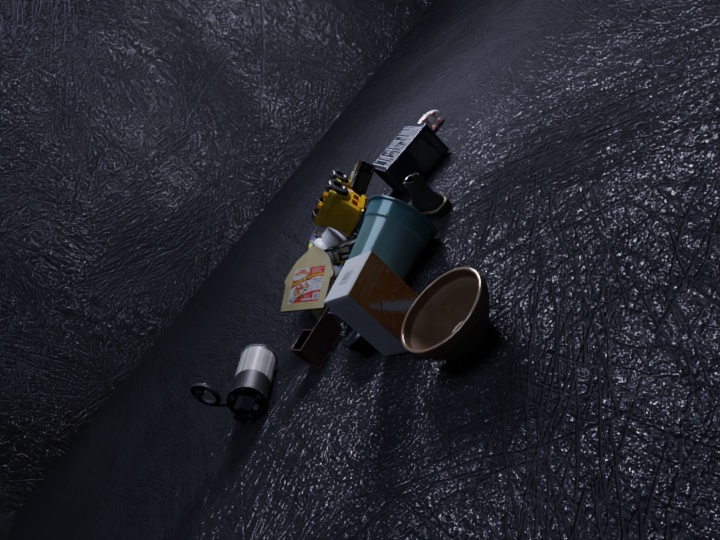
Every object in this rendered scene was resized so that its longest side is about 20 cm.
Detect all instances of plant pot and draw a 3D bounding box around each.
[{"bbox_3d":[0.179,0.099,1.124,0.200,0.092,0.202,-40,23,21],"label":"plant pot"},{"bbox_3d":[0.065,-0.055,1.499,0.199,0.199,0.198,-1,58,62],"label":"plant pot"}]

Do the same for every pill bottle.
[{"bbox_3d":[-0.125,-0.030,1.879,0.201,0.112,0.113,-54,19,14],"label":"pill bottle"}]

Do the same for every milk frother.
[{"bbox_3d":[-0.358,0.310,1.680,0.180,0.199,0.189,-43,21,23],"label":"milk frother"}]

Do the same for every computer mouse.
[{"bbox_3d":[0.008,0.147,1.450,0.139,0.053,0.200,-48,9,8],"label":"computer mouse"}]

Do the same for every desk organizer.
[{"bbox_3d":[-0.098,0.158,1.592,0.071,0.077,0.201,-8,45,59],"label":"desk organizer"}]

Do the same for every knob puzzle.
[{"bbox_3d":[-0.143,0.025,1.709,0.218,0.030,0.223,-22,53,32],"label":"knob puzzle"}]

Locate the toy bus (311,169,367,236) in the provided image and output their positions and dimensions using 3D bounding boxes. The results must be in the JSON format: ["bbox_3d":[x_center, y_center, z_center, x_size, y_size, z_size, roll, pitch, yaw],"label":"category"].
[{"bbox_3d":[-0.036,-0.196,1.796,0.201,0.190,0.137,-80,16,-59],"label":"toy bus"}]

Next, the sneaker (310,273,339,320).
[{"bbox_3d":[-0.085,0.049,1.735,0.200,0.090,0.078,-49,19,-4],"label":"sneaker"}]

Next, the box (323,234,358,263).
[{"bbox_3d":[0.013,-0.082,1.706,0.198,0.050,0.159,-26,8,-30],"label":"box"}]

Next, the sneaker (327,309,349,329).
[{"bbox_3d":[-0.035,0.086,1.524,0.109,0.070,0.200,-48,11,-2],"label":"sneaker"}]

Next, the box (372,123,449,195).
[{"bbox_3d":[0.156,-0.366,1.923,0.199,0.123,0.200,-48,19,2],"label":"box"}]

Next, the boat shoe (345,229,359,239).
[{"bbox_3d":[0.012,-0.125,1.886,0.094,0.074,0.199,-64,17,-20],"label":"boat shoe"}]

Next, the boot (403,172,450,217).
[{"bbox_3d":[0.154,-0.216,1.650,0.078,0.138,0.199,-55,21,-18],"label":"boot"}]

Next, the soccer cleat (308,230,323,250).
[{"bbox_3d":[-0.160,-0.068,2.153,0.201,0.064,0.085,-93,19,-56],"label":"soccer cleat"}]

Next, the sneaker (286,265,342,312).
[{"bbox_3d":[-0.127,0.060,1.820,0.197,0.115,0.076,-16,39,-13],"label":"sneaker"}]

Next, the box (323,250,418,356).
[{"bbox_3d":[0.039,0.076,1.290,0.097,0.200,0.125,-19,35,51],"label":"box"}]

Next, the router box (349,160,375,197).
[{"bbox_3d":[-0.019,-0.263,1.952,0.157,0.052,0.203,-127,58,-77],"label":"router box"}]

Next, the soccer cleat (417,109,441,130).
[{"bbox_3d":[0.214,-0.496,2.117,0.201,0.069,0.078,-52,18,-1],"label":"soccer cleat"}]
